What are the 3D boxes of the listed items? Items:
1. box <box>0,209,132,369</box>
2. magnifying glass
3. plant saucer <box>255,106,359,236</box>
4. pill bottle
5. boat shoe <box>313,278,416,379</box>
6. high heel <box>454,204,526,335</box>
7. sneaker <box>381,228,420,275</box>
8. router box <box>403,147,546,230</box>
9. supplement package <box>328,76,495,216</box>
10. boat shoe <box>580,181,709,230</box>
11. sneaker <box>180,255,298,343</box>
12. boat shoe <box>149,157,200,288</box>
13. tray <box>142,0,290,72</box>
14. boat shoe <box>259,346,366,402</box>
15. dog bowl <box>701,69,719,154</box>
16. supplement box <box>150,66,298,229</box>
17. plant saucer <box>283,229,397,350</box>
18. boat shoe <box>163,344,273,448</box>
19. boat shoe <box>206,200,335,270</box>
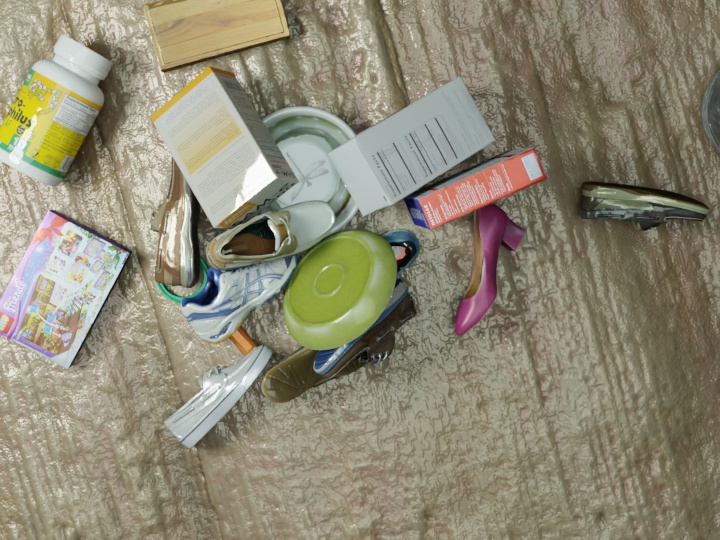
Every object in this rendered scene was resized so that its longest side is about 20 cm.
[{"bbox_3d":[-0.449,0.028,1.690,0.137,0.039,0.200,29,92,-6],"label":"box"},{"bbox_3d":[-0.233,0.050,1.720,0.080,0.022,0.200,-42,94,-1],"label":"magnifying glass"},{"bbox_3d":[-0.088,-0.145,1.701,0.200,0.050,0.201,0,94,-5],"label":"plant saucer"},{"bbox_3d":[-0.442,-0.234,1.636,0.113,0.113,0.200,29,92,-6],"label":"pill bottle"},{"bbox_3d":[0.016,0.099,1.665,0.200,0.072,0.072,-44,106,-26],"label":"boat shoe"},{"bbox_3d":[0.172,-0.005,1.717,0.096,0.067,0.200,32,86,-17],"label":"high heel"},{"bbox_3d":[0.000,0.000,1.698,0.200,0.090,0.078,-33,96,-1],"label":"sneaker"},{"bbox_3d":[0.161,-0.120,1.648,0.179,0.200,0.049,-24,96,-1],"label":"router box"},{"bbox_3d":[0.074,-0.180,1.649,0.200,0.114,0.110,-33,96,-23],"label":"supplement package"},{"bbox_3d":[0.434,-0.094,1.740,0.199,0.073,0.065,10,104,-2],"label":"boat shoe"},{"bbox_3d":[-0.177,0.015,1.670,0.200,0.075,0.088,-47,123,-14],"label":"sneaker"},{"bbox_3d":[-0.278,-0.074,1.673,0.072,0.076,0.201,-2,80,3],"label":"boat shoe"},{"bbox_3d":[-0.214,-0.371,1.682,0.200,0.037,0.099,-16,95,-2],"label":"tray"},{"bbox_3d":[-0.066,0.137,1.709,0.200,0.065,0.073,-22,96,-23],"label":"boat shoe"},{"bbox_3d":[0.621,-0.248,1.744,0.200,0.059,0.201,0,93,-4],"label":"dog bowl"},{"bbox_3d":[-0.197,-0.176,1.634,0.126,0.073,0.200,-35,77,20],"label":"supplement box"},{"bbox_3d":[-0.039,0.020,1.653,0.200,0.200,0.031,-48,133,0],"label":"plant saucer"},{"bbox_3d":[-0.216,0.179,1.701,0.065,0.074,0.200,43,92,-6],"label":"boat shoe"},{"bbox_3d":[-0.122,-0.049,1.632,0.200,0.068,0.075,-24,94,-16],"label":"boat shoe"}]
